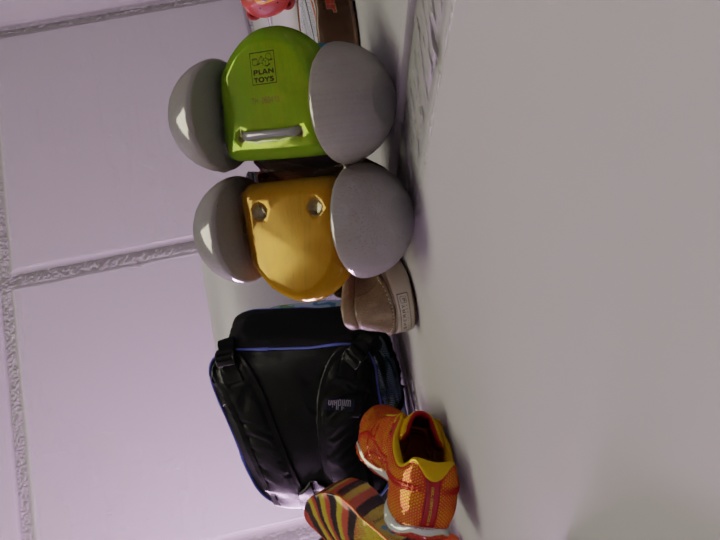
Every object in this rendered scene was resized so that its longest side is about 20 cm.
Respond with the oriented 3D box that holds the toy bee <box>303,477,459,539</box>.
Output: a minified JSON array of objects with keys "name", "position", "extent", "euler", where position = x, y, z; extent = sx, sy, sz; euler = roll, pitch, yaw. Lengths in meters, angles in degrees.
[{"name":"toy bee","position":[0.041,0.244,0.783],"extent":[0.131,0.199,0.109],"euler":[-47,-14,-55]}]

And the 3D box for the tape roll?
[{"name":"tape roll","position":[-0.096,0.042,1.169],"extent":[0.203,0.201,0.140],"euler":[96,161,-72]}]

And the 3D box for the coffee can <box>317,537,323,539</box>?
[{"name":"coffee can","position":[0.008,0.458,1.228],"extent":[0.147,0.145,0.201],"euler":[-107,8,-47]}]

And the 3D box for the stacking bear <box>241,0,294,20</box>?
[{"name":"stacking bear","position":[-0.153,-0.455,1.270],"extent":[0.114,0.120,0.201],"euler":[-116,8,-61]}]

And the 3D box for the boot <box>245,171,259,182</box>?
[{"name":"boot","position":[-0.116,-0.113,1.415],"extent":[0.200,0.130,0.070],"euler":[90,167,-63]}]

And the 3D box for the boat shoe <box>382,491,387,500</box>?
[{"name":"boat shoe","position":[0.043,0.317,1.043],"extent":[0.200,0.056,0.069],"euler":[-116,16,-70]}]

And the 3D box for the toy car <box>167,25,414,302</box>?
[{"name":"toy car","position":[-0.037,-0.086,0.691],"extent":[0.150,0.174,0.202],"euler":[-34,-62,-56]}]

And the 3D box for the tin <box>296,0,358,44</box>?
[{"name":"tin","position":[-0.032,-0.218,0.842],"extent":[0.200,0.041,0.113],"euler":[117,137,-81]}]

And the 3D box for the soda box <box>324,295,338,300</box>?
[{"name":"soda box","position":[-0.024,-0.032,0.990],"extent":[0.201,0.063,0.069],"euler":[85,170,-53]}]

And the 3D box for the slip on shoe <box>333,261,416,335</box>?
[{"name":"slip on shoe","position":[0.000,0.000,0.818],"extent":[0.200,0.060,0.077],"euler":[-111,11,-61]}]

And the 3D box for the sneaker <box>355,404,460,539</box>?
[{"name":"sneaker","position":[0.044,0.143,0.731],"extent":[0.200,0.072,0.078],"euler":[-137,58,-74]}]

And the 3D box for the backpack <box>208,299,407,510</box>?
[{"name":"backpack","position":[-0.039,0.133,0.927],"extent":[0.147,0.181,0.202],"euler":[-62,-37,-61]}]
